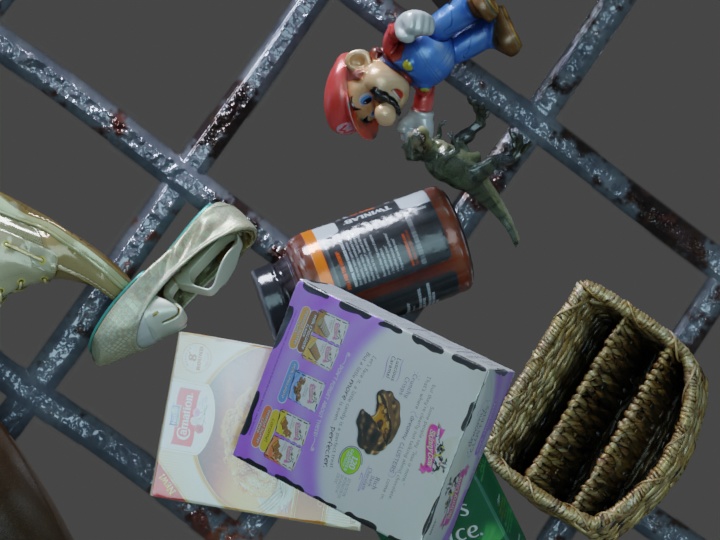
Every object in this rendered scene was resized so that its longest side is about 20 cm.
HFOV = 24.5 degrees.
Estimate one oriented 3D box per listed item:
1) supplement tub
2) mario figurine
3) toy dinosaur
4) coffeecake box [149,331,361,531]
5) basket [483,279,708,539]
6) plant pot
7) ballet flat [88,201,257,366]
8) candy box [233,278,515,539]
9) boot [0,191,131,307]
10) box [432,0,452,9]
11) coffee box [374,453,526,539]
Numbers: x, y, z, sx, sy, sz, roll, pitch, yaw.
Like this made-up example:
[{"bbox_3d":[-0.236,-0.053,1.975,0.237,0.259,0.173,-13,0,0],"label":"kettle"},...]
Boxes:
[{"bbox_3d":[0.000,0.000,1.564,0.198,0.107,0.108,-20,88,-7],"label":"supplement tub"},{"bbox_3d":[0.055,-0.181,1.565,0.199,0.106,0.124,-30,100,18],"label":"mario figurine"},{"bbox_3d":[0.111,-0.106,1.577,0.199,0.047,0.089,35,88,-40],"label":"toy dinosaur"},{"bbox_3d":[-0.087,0.150,1.561,0.197,0.073,0.155,10,86,-5],"label":"coffeecake box"},{"bbox_3d":[0.227,0.140,1.536,0.142,0.149,0.201,30,81,31],"label":"basket"},{"bbox_3d":[-0.349,0.233,1.487,0.187,0.187,0.200,-46,107,-7],"label":"plant pot"},{"bbox_3d":[-0.172,0.017,1.548,0.062,0.068,0.201,30,72,28],"label":"ballet flat"},{"bbox_3d":[0.011,0.125,1.444,0.199,0.071,0.169,25,96,25],"label":"candy box"},{"bbox_3d":[-0.328,0.020,1.542,0.199,0.073,0.157,28,83,-2],"label":"boot"},{"bbox_3d":[0.106,-0.380,1.603,0.200,0.107,0.149,-44,91,-7],"label":"box"},{"bbox_3d":[0.084,0.245,1.524,0.122,0.044,0.201,-14,118,22],"label":"coffee box"}]
